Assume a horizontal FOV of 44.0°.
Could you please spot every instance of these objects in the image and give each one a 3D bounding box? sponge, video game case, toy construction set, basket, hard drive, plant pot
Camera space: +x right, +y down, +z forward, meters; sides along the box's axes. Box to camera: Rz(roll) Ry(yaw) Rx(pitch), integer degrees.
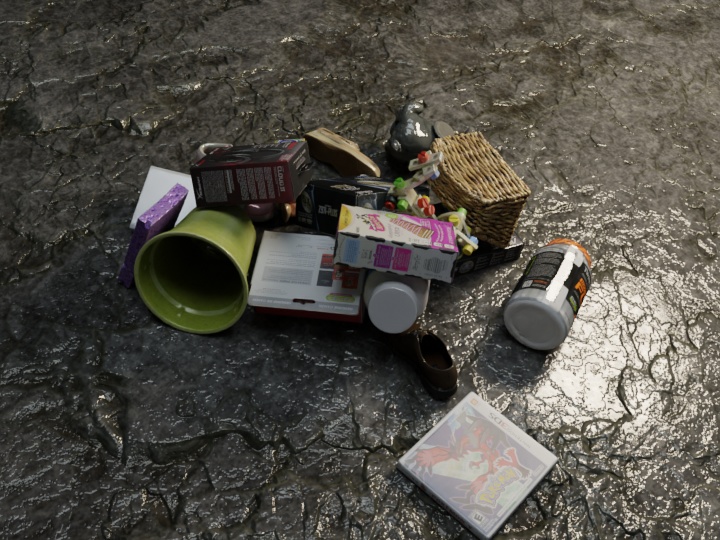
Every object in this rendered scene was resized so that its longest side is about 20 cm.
[{"bbox_3d":[-0.362,-0.059,1.547,0.030,0.200,0.112,36,50,0],"label":"sponge"},{"bbox_3d":[0.187,0.305,1.417,0.182,0.023,0.200,37,52,23],"label":"video game case"},{"bbox_3d":[0.122,-0.114,1.571,0.130,0.201,0.092,3,39,43],"label":"toy construction set"},{"bbox_3d":[0.201,-0.142,1.692,0.142,0.150,0.201,-15,52,-26],"label":"basket"},{"bbox_3d":[-0.321,-0.113,1.690,0.198,0.027,0.133,14,72,3],"label":"hard drive"},{"bbox_3d":[-0.268,-0.026,1.554,0.198,0.202,0.185,13,34,3],"label":"plant pot"}]

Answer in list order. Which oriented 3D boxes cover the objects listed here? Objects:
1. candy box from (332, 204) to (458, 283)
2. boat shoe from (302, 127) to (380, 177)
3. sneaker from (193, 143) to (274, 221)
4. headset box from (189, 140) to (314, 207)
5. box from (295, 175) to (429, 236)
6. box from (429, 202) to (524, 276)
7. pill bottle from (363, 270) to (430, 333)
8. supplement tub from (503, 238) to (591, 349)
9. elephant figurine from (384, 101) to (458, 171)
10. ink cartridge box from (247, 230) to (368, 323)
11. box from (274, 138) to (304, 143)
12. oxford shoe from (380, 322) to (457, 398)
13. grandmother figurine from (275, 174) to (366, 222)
[{"bbox_3d":[0.057,-0.047,1.482,0.198,0.062,0.137,8,23,-2],"label":"candy box"},{"bbox_3d":[-0.030,-0.247,1.870,0.199,0.072,0.064,34,51,23],"label":"boat shoe"},{"bbox_3d":[-0.249,-0.179,1.744,0.199,0.105,0.075,33,44,20],"label":"sneaker"},{"bbox_3d":[-0.181,-0.172,1.575,0.198,0.078,0.149,-3,21,12],"label":"headset box"},{"bbox_3d":[0.004,-0.120,1.666,0.199,0.087,0.163,-10,20,-44],"label":"box"},{"bbox_3d":[0.199,-0.070,1.761,0.198,0.044,0.161,-15,50,-22],"label":"box"},{"bbox_3d":[0.063,0.027,1.534,0.111,0.113,0.200,13,23,3],"label":"pill bottle"},{"bbox_3d":[0.348,0.038,1.630,0.122,0.123,0.200,24,48,13],"label":"supplement tub"},{"bbox_3d":[0.161,-0.266,1.894,0.199,0.141,0.156,24,74,-9],"label":"elephant figurine"},{"bbox_3d":[-0.088,0.027,1.575,0.198,0.084,0.177,5,48,5],"label":"ink cartridge box"},{"bbox_3d":[-0.142,-0.200,1.753,0.064,0.071,0.200,-5,23,2],"label":"box"},{"bbox_3d":[0.103,0.121,1.533,0.072,0.085,0.200,-27,51,-25],"label":"oxford shoe"},{"bbox_3d":[-0.066,-0.149,1.782,0.198,0.061,0.122,-17,60,-21],"label":"grandmother figurine"}]
